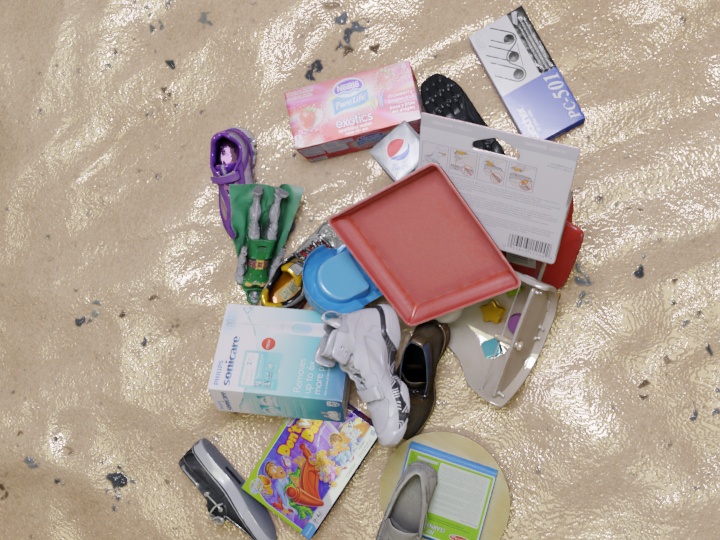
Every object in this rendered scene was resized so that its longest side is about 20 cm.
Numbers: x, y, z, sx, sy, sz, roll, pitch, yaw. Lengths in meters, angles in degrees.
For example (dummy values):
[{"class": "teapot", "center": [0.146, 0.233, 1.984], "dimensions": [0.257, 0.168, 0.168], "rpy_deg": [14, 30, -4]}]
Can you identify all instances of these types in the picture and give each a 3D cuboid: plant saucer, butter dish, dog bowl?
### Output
[{"class": "plant saucer", "center": [0.086, -0.034, 1.045], "dimensions": [0.200, 0.037, 0.200], "rpy_deg": [-25, 110, 40]}, {"class": "butter dish", "center": [0.230, -0.086, 1.139], "dimensions": [0.199, 0.200, 0.148], "rpy_deg": [21, 66, 13]}, {"class": "dog bowl", "center": [0.000, 0.000, 1.182], "dimensions": [0.200, 0.050, 0.112], "rpy_deg": [-28, 78, -24]}]

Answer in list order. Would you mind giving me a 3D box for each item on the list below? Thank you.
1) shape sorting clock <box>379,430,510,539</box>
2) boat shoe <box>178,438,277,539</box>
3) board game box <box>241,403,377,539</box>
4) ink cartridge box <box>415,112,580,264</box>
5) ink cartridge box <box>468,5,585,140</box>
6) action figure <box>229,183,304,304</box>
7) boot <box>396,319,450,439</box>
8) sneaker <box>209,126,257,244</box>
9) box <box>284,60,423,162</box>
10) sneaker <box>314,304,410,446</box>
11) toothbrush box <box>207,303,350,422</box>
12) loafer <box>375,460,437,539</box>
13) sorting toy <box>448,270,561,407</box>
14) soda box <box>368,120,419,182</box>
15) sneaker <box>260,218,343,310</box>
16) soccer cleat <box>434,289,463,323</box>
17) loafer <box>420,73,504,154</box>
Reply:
[{"class": "shape sorting clock", "center": [0.126, 0.342, 1.184], "dimensions": [0.199, 0.039, 0.201], "rpy_deg": [-1, 86, 16]}, {"class": "boat shoe", "center": [-0.212, 0.360, 1.228], "dimensions": [0.068, 0.074, 0.199], "rpy_deg": [-43, 79, 2]}, {"class": "board game box", "center": [-0.074, 0.292, 1.222], "dimensions": [0.134, 0.045, 0.200], "rpy_deg": [33, 93, 11]}, {"class": "ink cartridge box", "center": [0.168, -0.111, 0.995], "dimensions": [0.199, 0.045, 0.177], "rpy_deg": [17, 132, 16]}, {"class": "ink cartridge box", "center": [0.253, -0.292, 1.199], "dimensions": [0.094, 0.044, 0.200], "rpy_deg": [-28, 82, 9]}, {"class": "action figure", "center": [-0.157, -0.036, 1.228], "dimensions": [0.118, 0.055, 0.200], "rpy_deg": [2, 118, -18]}, {"class": "boot", "center": [0.073, 0.170, 1.159], "dimensions": [0.075, 0.097, 0.201], "rpy_deg": [18, 106, 19]}, {"class": "sneaker", "center": [-0.202, -0.137, 1.251], "dimensions": [0.080, 0.088, 0.201], "rpy_deg": [-10, 87, 7]}, {"class": "box", "center": [-0.005, -0.243, 1.215], "dimensions": [0.199, 0.103, 0.095], "rpy_deg": [-12, 84, 10]}, {"class": "sneaker", "center": [-0.001, 0.146, 1.094], "dimensions": [0.115, 0.075, 0.201], "rpy_deg": [2, 76, -27]}, {"class": "toothbrush box", "center": [-0.113, 0.138, 1.181], "dimensions": [0.199, 0.085, 0.147], "rpy_deg": [5, 57, 6]}, {"class": "loafer", "center": [0.058, 0.376, 1.145], "dimensions": [0.070, 0.070, 0.201], "rpy_deg": [16, 91, 17]}, {"class": "sorting toy", "center": [0.183, 0.063, 1.160], "dimensions": [0.180, 0.107, 0.200], "rpy_deg": [29, 117, 28]}, {"class": "soda box", "center": [0.074, -0.151, 1.144], "dimensions": [0.068, 0.200, 0.063], "rpy_deg": [-42, 79, 7]}, {"class": "sneaker", "center": [-0.079, -0.004, 1.223], "dimensions": [0.078, 0.082, 0.200], "rpy_deg": [40, 93, 11]}, {"class": "soccer cleat", "center": [0.101, -0.020, 1.149], "dimensions": [0.069, 0.078, 0.200], "rpy_deg": [-16, 75, -28]}, {"class": "loafer", "center": [0.155, -0.219, 1.202], "dimensions": [0.068, 0.070, 0.201], "rpy_deg": [-34, 64, 5]}]
